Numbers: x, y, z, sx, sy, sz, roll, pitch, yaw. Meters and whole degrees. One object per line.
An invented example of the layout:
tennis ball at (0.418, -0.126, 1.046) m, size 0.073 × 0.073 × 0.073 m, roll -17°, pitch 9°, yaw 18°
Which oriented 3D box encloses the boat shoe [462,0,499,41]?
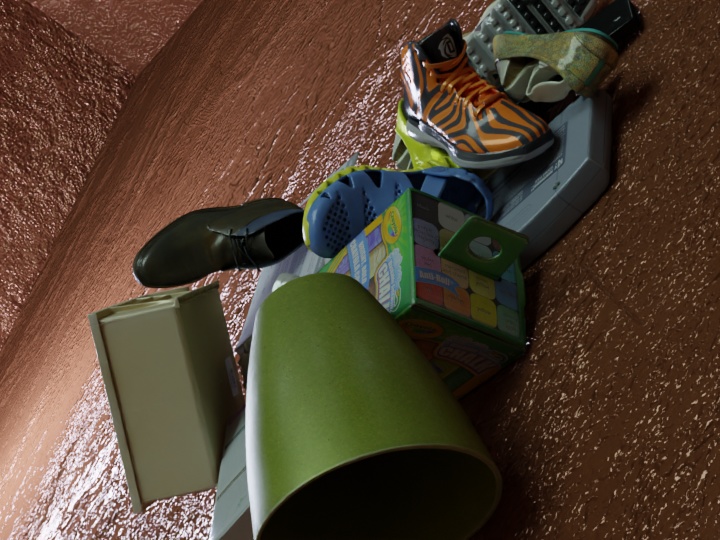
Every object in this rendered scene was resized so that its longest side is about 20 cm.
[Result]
boat shoe at (0.142, -0.232, 1.753) m, size 0.200 × 0.072 × 0.065 m, roll -30°, pitch 43°, yaw 50°

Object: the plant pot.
plant pot at (-0.011, 0.106, 1.244) m, size 0.187 × 0.187 × 0.200 m, roll -46°, pitch 46°, yaw 30°

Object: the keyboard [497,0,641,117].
keyboard at (0.184, -0.181, 1.564) m, size 0.200 × 0.021 × 0.127 m, roll -37°, pitch 21°, yaw 22°

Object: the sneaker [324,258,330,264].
sneaker at (0.000, 0.000, 1.549) m, size 0.081 × 0.076 × 0.201 m, roll 86°, pitch -176°, yaw -54°

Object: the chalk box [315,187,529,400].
chalk box at (0.059, 0.025, 1.381) m, size 0.200 × 0.124 × 0.124 m, roll -41°, pitch 37°, yaw 42°

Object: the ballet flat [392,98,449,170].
ballet flat at (0.062, -0.120, 1.634) m, size 0.067 × 0.067 × 0.200 m, roll -58°, pitch 19°, yaw 15°

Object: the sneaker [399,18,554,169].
sneaker at (0.092, -0.163, 1.491) m, size 0.077 × 0.112 × 0.200 m, roll -29°, pitch 29°, yaw -26°

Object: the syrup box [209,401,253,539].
syrup box at (-0.083, 0.197, 1.564) m, size 0.081 × 0.079 × 0.200 m, roll -49°, pitch 19°, yaw 26°

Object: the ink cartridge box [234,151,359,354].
ink cartridge box at (-0.038, -0.003, 1.788) m, size 0.176 × 0.084 × 0.200 m, roll -42°, pitch 23°, yaw 41°

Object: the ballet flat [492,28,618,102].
ballet flat at (0.163, -0.183, 1.494) m, size 0.071 × 0.071 × 0.200 m, roll -58°, pitch 22°, yaw -7°

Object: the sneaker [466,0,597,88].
sneaker at (0.153, -0.231, 1.670) m, size 0.200 × 0.075 × 0.081 m, roll -34°, pitch -8°, yaw 13°

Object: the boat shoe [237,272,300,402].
boat shoe at (-0.090, 0.096, 1.683) m, size 0.071 × 0.070 × 0.201 m, roll -21°, pitch -47°, yaw -58°

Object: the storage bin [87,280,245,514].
storage bin at (-0.184, 0.121, 1.682) m, size 0.093 × 0.201 × 0.199 m, roll -13°, pitch 3°, yaw 10°

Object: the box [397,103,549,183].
box at (0.108, -0.111, 1.643) m, size 0.200 × 0.021 × 0.164 m, roll -37°, pitch 23°, yaw 28°

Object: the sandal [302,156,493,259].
sandal at (0.040, -0.056, 1.465) m, size 0.199 × 0.080 × 0.087 m, roll -18°, pitch 24°, yaw -29°

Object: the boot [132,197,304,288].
boot at (-0.140, -0.032, 1.737) m, size 0.199 × 0.075 × 0.097 m, roll -24°, pitch 14°, yaw -26°

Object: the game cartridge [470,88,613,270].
game cartridge at (0.152, -0.062, 1.473) m, size 0.200 × 0.041 × 0.133 m, roll -43°, pitch 18°, yaw 37°
